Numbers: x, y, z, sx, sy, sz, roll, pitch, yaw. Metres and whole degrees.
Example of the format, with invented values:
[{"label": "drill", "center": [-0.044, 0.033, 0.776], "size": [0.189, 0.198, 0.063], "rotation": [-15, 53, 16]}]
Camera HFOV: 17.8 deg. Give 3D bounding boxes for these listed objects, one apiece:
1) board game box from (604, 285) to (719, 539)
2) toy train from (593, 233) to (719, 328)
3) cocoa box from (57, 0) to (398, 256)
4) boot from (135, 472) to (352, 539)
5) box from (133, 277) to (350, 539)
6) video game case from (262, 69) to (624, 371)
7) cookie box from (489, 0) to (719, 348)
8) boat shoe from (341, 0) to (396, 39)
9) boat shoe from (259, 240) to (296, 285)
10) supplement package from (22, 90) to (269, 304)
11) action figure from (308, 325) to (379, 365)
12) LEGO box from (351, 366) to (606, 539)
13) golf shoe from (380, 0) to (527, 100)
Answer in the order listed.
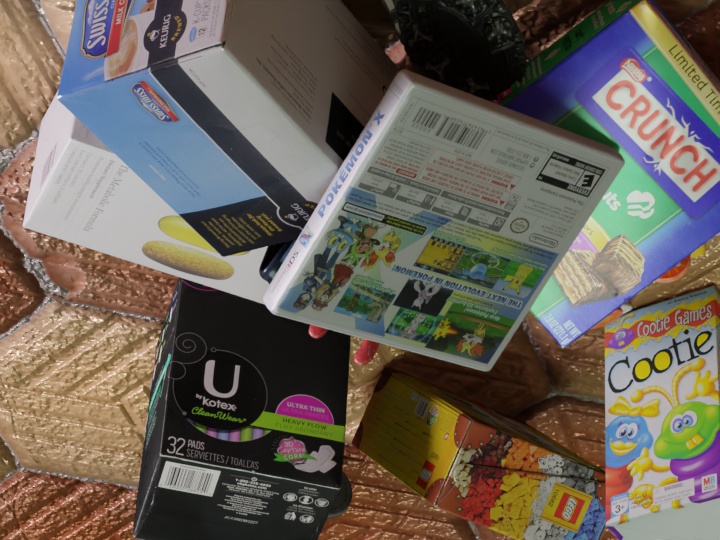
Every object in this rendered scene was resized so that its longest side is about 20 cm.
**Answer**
[{"label": "board game box", "center": [0.262, 0.131, 1.843], "size": [0.105, 0.200, 0.103], "rotation": [-19, 136, 26]}, {"label": "toy train", "center": [0.243, 0.008, 1.787], "size": [0.200, 0.056, 0.150], "rotation": [-25, 147, 33]}, {"label": "cocoa box", "center": [-0.083, -0.123, 1.506], "size": [0.131, 0.133, 0.200], "rotation": [-13, 142, 28]}, {"label": "boot", "center": [-0.108, 0.223, 2.101], "size": [0.200, 0.069, 0.174], "rotation": [10, 144, 4]}, {"label": "box", "center": [-0.093, 0.113, 1.850], "size": [0.148, 0.200, 0.124], "rotation": [12, 139, -9]}, {"label": "video game case", "center": [0.057, -0.028, 1.526], "size": [0.200, 0.022, 0.182], "rotation": [16, 114, -39]}, {"label": "cookie box", "center": [0.167, -0.074, 1.610], "size": [0.200, 0.075, 0.171], "rotation": [-38, 105, 12]}, {"label": "boat shoe", "center": [-0.065, -0.198, 1.579], "size": [0.200, 0.074, 0.069], "rotation": [16, 152, -14]}, {"label": "boat shoe", "center": [-0.026, -0.070, 1.621], "size": [0.069, 0.200, 0.084], "rotation": [25, 140, -24]}, {"label": "supplement package", "center": [-0.131, -0.073, 1.697], "size": [0.200, 0.110, 0.114], "rotation": [18, 139, -17]}, {"label": "action figure", "center": [0.000, 0.000, 1.689], "size": [0.065, 0.099, 0.200], "rotation": [29, 133, 10]}, {"label": "LEGO box", "center": [0.101, 0.158, 1.899], "size": [0.149, 0.077, 0.200], "rotation": [23, -178, -22]}, {"label": "golf shoe", "center": [0.043, -0.200, 1.541], "size": [0.078, 0.095, 0.200], "rotation": [-31, 123, 20]}]
